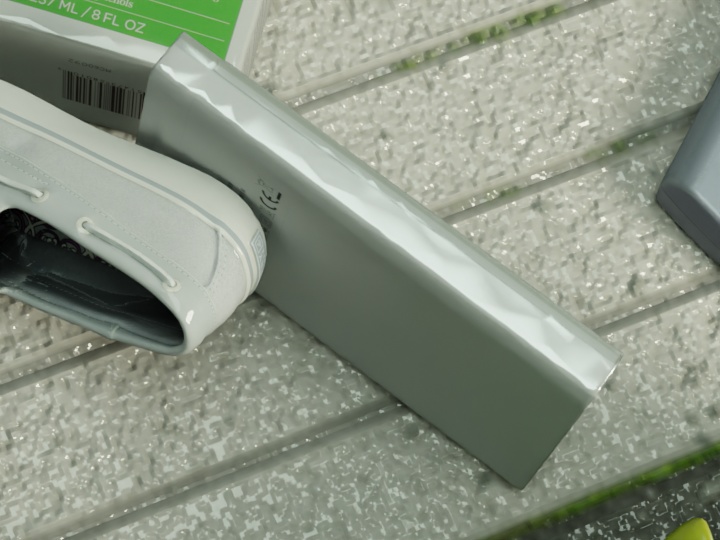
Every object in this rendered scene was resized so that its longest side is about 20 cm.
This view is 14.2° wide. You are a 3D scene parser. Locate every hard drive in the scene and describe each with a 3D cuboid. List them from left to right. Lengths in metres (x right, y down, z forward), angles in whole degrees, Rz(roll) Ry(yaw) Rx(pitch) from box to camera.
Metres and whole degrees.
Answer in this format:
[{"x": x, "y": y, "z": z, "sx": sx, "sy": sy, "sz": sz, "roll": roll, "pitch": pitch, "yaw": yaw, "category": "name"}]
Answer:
[{"x": 0.000, "y": 0.000, "z": 1.103, "sx": 0.200, "sy": 0.132, "sz": 0.026, "roll": 36, "pitch": 69, "yaw": 4, "category": "hard drive"}]

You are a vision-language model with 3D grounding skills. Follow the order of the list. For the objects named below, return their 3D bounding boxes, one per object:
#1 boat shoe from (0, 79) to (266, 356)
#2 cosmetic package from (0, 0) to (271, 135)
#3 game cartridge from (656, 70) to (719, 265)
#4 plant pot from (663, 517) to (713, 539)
[{"x": -0.136, "y": -0.020, "z": 1.100, "sx": 0.199, "sy": 0.072, "sz": 0.069, "roll": 25, "pitch": 46, "yaw": 11, "category": "boat shoe"}, {"x": -0.075, "y": -0.160, "z": 1.172, "sx": 0.107, "sy": 0.085, "sz": 0.201, "roll": 15, "pitch": 71, "yaw": -1, "category": "cosmetic package"}, {"x": 0.231, "y": -0.024, "z": 1.201, "sx": 0.199, "sy": 0.040, "sz": 0.134, "roll": 29, "pitch": 73, "yaw": 2, "category": "game cartridge"}, {"x": 0.190, "y": 0.173, "z": 1.045, "sx": 0.180, "sy": 0.200, "sz": 0.200, "roll": -14, "pitch": 74, "yaw": -7, "category": "plant pot"}]
